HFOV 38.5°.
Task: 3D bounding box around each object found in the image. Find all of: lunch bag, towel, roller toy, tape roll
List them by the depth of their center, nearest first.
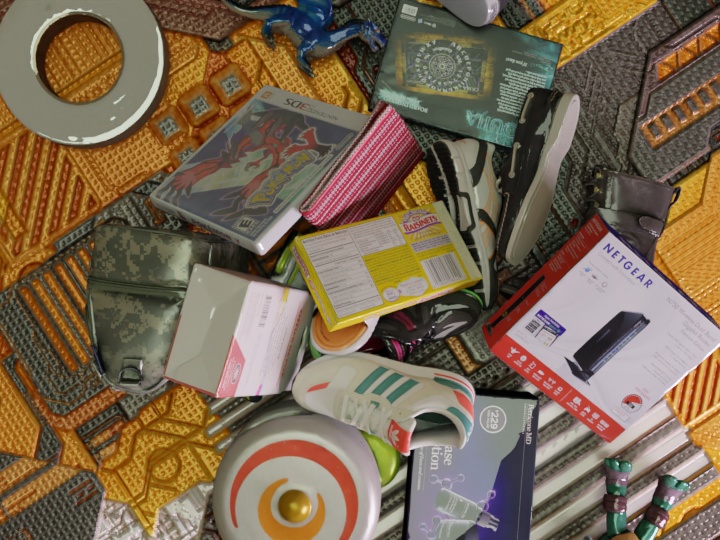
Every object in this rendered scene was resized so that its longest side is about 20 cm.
[{"bbox_3d":[-0.208,0.042,1.107,0.138,0.200,0.169,4,89,9],"label":"lunch bag"},{"bbox_3d":[0.004,-0.099,1.111,0.022,0.200,0.145,38,92,15],"label":"towel"},{"bbox_3d":[-0.068,0.243,1.129,0.181,0.140,0.201,27,95,0],"label":"roller toy"},{"bbox_3d":[-0.323,-0.244,1.194,0.201,0.037,0.205,0,89,1],"label":"tape roll"}]

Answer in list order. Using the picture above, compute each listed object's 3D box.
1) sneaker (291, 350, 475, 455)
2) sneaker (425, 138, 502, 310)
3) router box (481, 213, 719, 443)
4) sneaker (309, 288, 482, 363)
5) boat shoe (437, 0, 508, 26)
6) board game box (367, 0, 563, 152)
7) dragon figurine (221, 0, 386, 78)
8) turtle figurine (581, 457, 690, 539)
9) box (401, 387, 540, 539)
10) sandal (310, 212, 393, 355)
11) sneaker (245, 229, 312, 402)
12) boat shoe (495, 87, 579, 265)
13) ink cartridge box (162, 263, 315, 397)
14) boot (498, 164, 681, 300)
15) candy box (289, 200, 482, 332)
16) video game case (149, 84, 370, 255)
[{"bbox_3d":[0.024,0.143,1.075,0.198,0.094,0.071,8,120,-2],"label":"sneaker"},{"bbox_3d":[0.136,-0.054,1.171,0.080,0.074,0.202,-16,102,-31],"label":"sneaker"},{"bbox_3d":[0.264,0.067,1.122,0.200,0.049,0.180,37,108,-20],"label":"router box"},{"bbox_3d":[0.045,0.076,1.146,0.199,0.084,0.077,-17,128,-3],"label":"sneaker"},{"bbox_3d":[0.092,-0.362,1.180,0.200,0.070,0.066,41,58,14],"label":"boat shoe"},{"bbox_3d":[0.120,-0.223,1.194,0.198,0.028,0.136,17,90,0],"label":"board game box"},{"bbox_3d":[-0.065,-0.292,1.181,0.199,0.059,0.100,35,89,4],"label":"dragon figurine"},{"bbox_3d":[0.297,0.321,1.152,0.149,0.101,0.201,21,74,-14],"label":"turtle figurine"},{"bbox_3d":[0.123,0.235,1.166,0.140,0.079,0.202,4,89,-2],"label":"box"},{"bbox_3d":[-0.007,-0.001,1.132,0.079,0.059,0.208,2,50,30],"label":"sandal"},{"bbox_3d":[-0.081,0.059,1.173,0.080,0.074,0.201,22,92,-3],"label":"sneaker"},{"bbox_3d":[0.184,-0.107,1.144,0.060,0.074,0.201,19,91,26],"label":"boat shoe"},{"bbox_3d":[-0.116,0.065,1.067,0.067,0.200,0.117,17,90,19],"label":"ink cartridge box"},{"bbox_3d":[0.261,-0.034,1.178,0.198,0.069,0.176,7,86,-6],"label":"boot"},{"bbox_3d":[0.030,-0.008,1.092,0.199,0.026,0.103,-15,69,-33],"label":"candy box"},{"bbox_3d":[-0.104,-0.116,1.111,0.182,0.023,0.200,23,61,38],"label":"video game case"}]
